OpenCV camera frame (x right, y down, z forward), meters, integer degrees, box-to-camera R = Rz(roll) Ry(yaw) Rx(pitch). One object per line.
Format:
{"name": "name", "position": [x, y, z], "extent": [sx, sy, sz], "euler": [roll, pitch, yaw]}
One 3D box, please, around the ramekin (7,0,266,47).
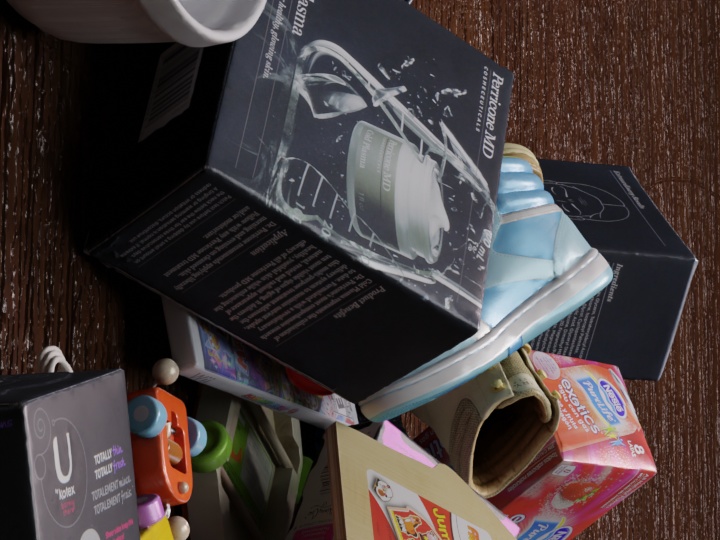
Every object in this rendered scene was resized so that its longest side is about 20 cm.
{"name": "ramekin", "position": [-0.128, -0.213, 1.273], "extent": [0.200, 0.105, 0.200], "euler": [-5, 90, -70]}

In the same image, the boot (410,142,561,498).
{"name": "boot", "position": [0.089, 0.032, 1.586], "extent": [0.200, 0.073, 0.155], "euler": [-64, -148, 20]}

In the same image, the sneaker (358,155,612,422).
{"name": "sneaker", "position": [0.050, 0.001, 1.487], "extent": [0.200, 0.080, 0.131], "euler": [-32, 90, -34]}

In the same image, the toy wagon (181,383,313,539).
{"name": "toy wagon", "position": [-0.075, 0.139, 1.496], "extent": [0.155, 0.040, 0.200], "euler": [65, 28, -48]}

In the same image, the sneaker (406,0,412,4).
{"name": "sneaker", "position": [-0.016, -0.170, 1.635], "extent": [0.074, 0.081, 0.200], "euler": [45, 18, -1]}

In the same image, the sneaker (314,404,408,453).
{"name": "sneaker", "position": [-0.012, 0.110, 1.681], "extent": [0.066, 0.078, 0.200], "euler": [-26, 94, -58]}

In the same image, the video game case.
{"name": "video game case", "position": [-0.066, 0.015, 1.474], "extent": [0.200, 0.018, 0.143], "euler": [27, 47, -59]}

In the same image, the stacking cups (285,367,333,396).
{"name": "stacking cups", "position": [0.000, 0.000, 1.519], "extent": [0.200, 0.060, 0.061], "euler": [-65, 148, -41]}

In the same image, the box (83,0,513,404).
{"name": "box", "position": [-0.030, -0.064, 1.397], "extent": [0.196, 0.124, 0.200], "euler": [32, 49, -28]}

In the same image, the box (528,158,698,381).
{"name": "box", "position": [0.117, -0.006, 1.755], "extent": [0.148, 0.200, 0.107], "euler": [-116, -145, -58]}

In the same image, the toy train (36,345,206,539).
{"name": "toy train", "position": [-0.140, 0.112, 1.284], "extent": [0.200, 0.056, 0.150], "euler": [31, 49, -67]}

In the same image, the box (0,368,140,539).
{"name": "box", "position": [-0.166, 0.152, 1.101], "extent": [0.122, 0.106, 0.200], "euler": [-17, 102, -74]}

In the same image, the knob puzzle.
{"name": "knob puzzle", "position": [0.053, 0.201, 1.435], "extent": [0.220, 0.030, 0.220], "euler": [35, 33, -28]}

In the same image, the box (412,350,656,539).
{"name": "box", "position": [0.101, 0.150, 1.721], "extent": [0.100, 0.200, 0.096], "euler": [11, 49, -40]}

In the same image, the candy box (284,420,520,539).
{"name": "candy box", "position": [0.010, 0.212, 1.480], "extent": [0.136, 0.061, 0.200], "euler": [41, 52, -29]}
